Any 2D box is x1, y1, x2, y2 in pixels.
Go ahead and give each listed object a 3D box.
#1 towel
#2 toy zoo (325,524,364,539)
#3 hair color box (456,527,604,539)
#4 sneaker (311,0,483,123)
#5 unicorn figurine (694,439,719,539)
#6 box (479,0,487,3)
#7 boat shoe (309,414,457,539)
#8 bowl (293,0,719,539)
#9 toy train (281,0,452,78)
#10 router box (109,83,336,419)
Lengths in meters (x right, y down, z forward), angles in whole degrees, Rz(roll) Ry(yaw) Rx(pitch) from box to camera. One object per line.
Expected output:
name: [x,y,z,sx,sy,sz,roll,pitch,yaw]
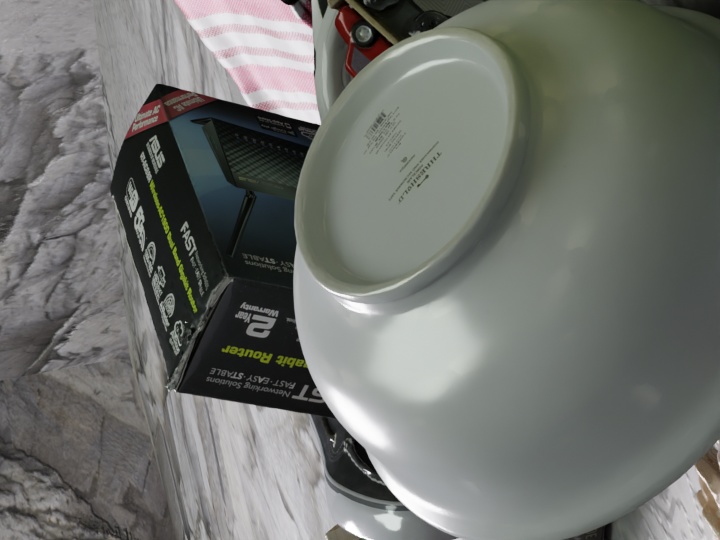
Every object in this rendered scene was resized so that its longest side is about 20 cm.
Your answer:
towel: [-0.039,-0.108,0.888,0.146,0.030,0.200,17,150,54]
toy zoo: [0.050,0.214,0.931,0.200,0.020,0.131,65,-162,1]
hair color box: [0.061,0.066,0.880,0.200,0.064,0.111,-117,22,-50]
sneaker: [0.009,-0.135,0.773,0.112,0.073,0.201,-140,50,-76]
unicorn figurine: [0.153,0.102,0.507,0.200,0.074,0.138,21,-123,-86]
box: [0.067,-0.124,0.754,0.156,0.041,0.200,-117,19,-51]
boat shoe: [0.012,0.070,0.826,0.200,0.070,0.066,-121,24,-75]
bowl: [0.043,-0.018,0.573,0.201,0.090,0.202,-25,50,34]
toy train: [0.015,-0.090,0.692,0.200,0.046,0.034,43,-168,6]
router box: [0.000,0.000,0.764,0.062,0.199,0.150,-63,32,28]
